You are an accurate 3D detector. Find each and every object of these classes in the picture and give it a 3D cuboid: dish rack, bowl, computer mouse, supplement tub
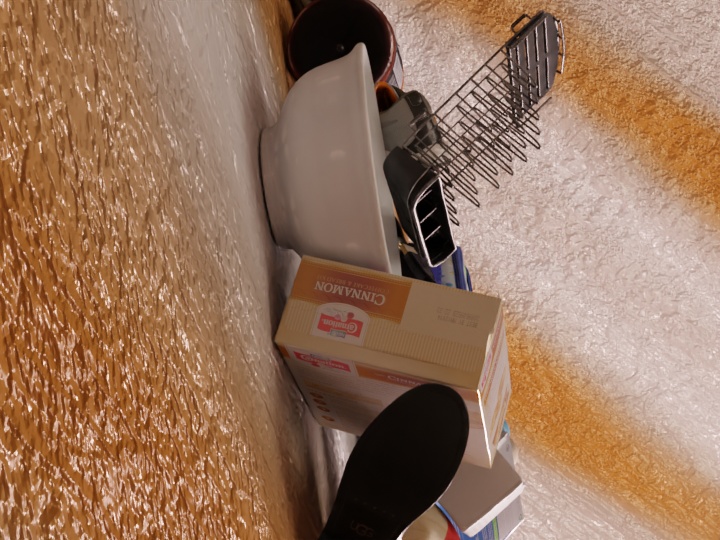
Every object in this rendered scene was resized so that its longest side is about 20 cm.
[{"bbox_3d":[0.101,-0.109,1.097,0.055,0.200,0.154,43,-9,19],"label":"dish rack"},{"bbox_3d":[-0.025,-0.069,1.062,0.201,0.089,0.204,-9,90,-85],"label":"bowl"},{"bbox_3d":[0.048,0.025,1.213,0.201,0.046,0.141,-110,177,-52],"label":"computer mouse"},{"bbox_3d":[-0.011,-0.202,1.367,0.200,0.106,0.108,38,45,-84],"label":"supplement tub"}]

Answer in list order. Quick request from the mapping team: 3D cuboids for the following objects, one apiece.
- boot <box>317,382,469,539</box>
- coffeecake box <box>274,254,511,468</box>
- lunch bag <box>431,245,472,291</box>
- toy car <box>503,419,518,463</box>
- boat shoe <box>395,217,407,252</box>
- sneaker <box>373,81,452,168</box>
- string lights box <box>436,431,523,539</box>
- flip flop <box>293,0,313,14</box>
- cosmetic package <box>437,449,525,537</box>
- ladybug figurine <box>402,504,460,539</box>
[{"bbox_3d":[0.017,0.154,1.015,0.201,0.069,0.174,-59,179,10],"label":"boot"},{"bbox_3d":[0.032,0.074,1.049,0.200,0.152,0.074,72,34,-65],"label":"coffeecake box"},{"bbox_3d":[0.091,0.068,1.561,0.200,0.081,0.163,-88,174,-68],"label":"lunch bag"},{"bbox_3d":[0.086,0.272,1.701,0.184,0.175,0.202,-47,157,-79],"label":"toy car"},{"bbox_3d":[0.017,-0.012,1.505,0.202,0.073,0.064,-102,-157,-63],"label":"boat shoe"},{"bbox_3d":[0.008,-0.133,1.223,0.199,0.074,0.080,14,-55,55],"label":"sneaker"},{"bbox_3d":[0.076,0.243,1.300,0.200,0.059,0.104,-34,120,-45],"label":"string lights box"},{"bbox_3d":[-0.044,-0.294,1.404,0.201,0.057,0.082,77,7,-49],"label":"flip flop"},{"bbox_3d":[0.054,0.136,1.208,0.200,0.074,0.102,50,-3,16],"label":"cosmetic package"},{"bbox_3d":[0.048,0.275,1.157,0.136,0.071,0.202,-39,123,-37],"label":"ladybug figurine"}]
